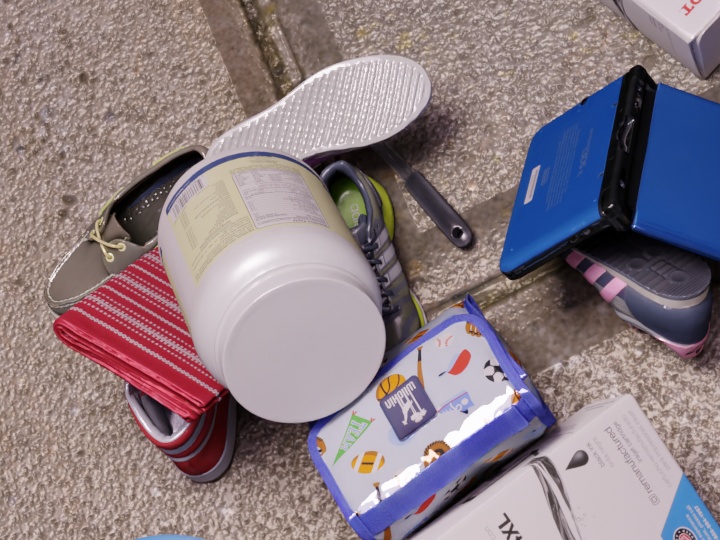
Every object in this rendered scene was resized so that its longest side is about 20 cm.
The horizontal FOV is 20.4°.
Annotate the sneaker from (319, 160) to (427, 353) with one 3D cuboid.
[{"bbox_3d":[0.000,0.000,1.634,0.074,0.081,0.201,-22,66,9],"label":"sneaker"}]

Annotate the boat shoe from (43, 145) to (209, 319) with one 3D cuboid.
[{"bbox_3d":[-0.198,-0.035,1.721,0.201,0.060,0.072,-39,64,1],"label":"boat shoe"}]

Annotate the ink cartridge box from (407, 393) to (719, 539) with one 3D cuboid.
[{"bbox_3d":[0.146,0.206,1.448,0.200,0.084,0.146,-35,92,-21],"label":"ink cartridge box"}]

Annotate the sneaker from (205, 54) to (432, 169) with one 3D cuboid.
[{"bbox_3d":[-0.030,-0.122,1.668,0.200,0.114,0.073,-21,86,11],"label":"sneaker"}]

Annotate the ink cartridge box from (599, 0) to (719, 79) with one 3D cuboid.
[{"bbox_3d":[0.255,-0.276,1.651,0.146,0.084,0.200,-46,64,-2],"label":"ink cartridge box"}]

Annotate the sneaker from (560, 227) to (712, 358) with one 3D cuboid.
[{"bbox_3d":[0.201,0.003,1.579,0.070,0.082,0.200,-26,39,-19],"label":"sneaker"}]

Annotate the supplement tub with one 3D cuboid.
[{"bbox_3d":[-0.067,0.009,1.508,0.145,0.145,0.200,-34,34,3],"label":"supplement tub"}]

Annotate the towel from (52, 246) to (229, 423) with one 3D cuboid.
[{"bbox_3d":[-0.137,0.041,1.598,0.144,0.200,0.023,30,123,14],"label":"towel"}]

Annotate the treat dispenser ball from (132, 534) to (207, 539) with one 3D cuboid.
[{"bbox_3d":[-0.145,0.300,1.506,0.200,0.201,0.202,-6,69,16],"label":"treat dispenser ball"}]

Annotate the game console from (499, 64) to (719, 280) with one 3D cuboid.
[{"bbox_3d":[0.219,-0.057,1.567,0.170,0.118,0.200,-32,23,33],"label":"game console"}]

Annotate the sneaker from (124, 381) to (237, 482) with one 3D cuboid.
[{"bbox_3d":[-0.144,0.063,1.639,0.071,0.113,0.201,-9,68,14],"label":"sneaker"}]

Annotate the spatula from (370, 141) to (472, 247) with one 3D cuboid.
[{"bbox_3d":[0.031,-0.090,1.689,0.057,0.021,0.200,-47,66,12],"label":"spatula"}]

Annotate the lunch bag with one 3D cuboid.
[{"bbox_3d":[0.052,0.116,1.498,0.170,0.200,0.124,-37,101,5],"label":"lunch bag"}]
